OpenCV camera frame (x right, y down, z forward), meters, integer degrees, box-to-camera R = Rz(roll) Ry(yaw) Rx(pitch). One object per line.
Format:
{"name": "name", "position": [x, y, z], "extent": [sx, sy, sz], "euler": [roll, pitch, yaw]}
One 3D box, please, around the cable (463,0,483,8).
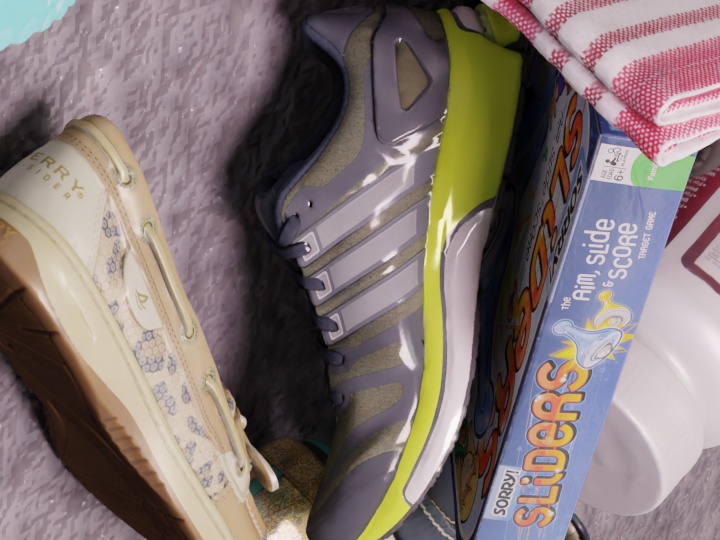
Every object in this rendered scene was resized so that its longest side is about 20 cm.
{"name": "cable", "position": [0.093, -0.089, 0.923], "extent": [0.200, 0.051, 0.163], "euler": [-50, 144, -23]}

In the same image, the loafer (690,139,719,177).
{"name": "loafer", "position": [0.113, -0.137, 0.849], "extent": [0.071, 0.073, 0.201], "euler": [-16, 96, -39]}

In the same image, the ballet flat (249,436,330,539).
{"name": "ballet flat", "position": [-0.023, 0.150, 0.898], "extent": [0.071, 0.071, 0.200], "euler": [-43, 139, -32]}

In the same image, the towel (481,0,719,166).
{"name": "towel", "position": [0.066, -0.111, 0.744], "extent": [0.146, 0.200, 0.030], "euler": [-17, 144, -49]}

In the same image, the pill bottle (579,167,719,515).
{"name": "pill bottle", "position": [0.152, 0.010, 1.017], "extent": [0.200, 0.109, 0.110], "euler": [-46, 142, -29]}

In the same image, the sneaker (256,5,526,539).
{"name": "sneaker", "position": [0.000, 0.000, 0.801], "extent": [0.074, 0.081, 0.201], "euler": [-173, -87, -81]}

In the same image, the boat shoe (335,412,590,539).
{"name": "boat shoe", "position": [0.046, 0.097, 0.936], "extent": [0.200, 0.062, 0.075], "euler": [50, 26, -56]}

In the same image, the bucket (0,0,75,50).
{"name": "bucket", "position": [-0.127, -0.135, 0.439], "extent": [0.207, 0.207, 0.135], "euler": [-18, 131, -50]}

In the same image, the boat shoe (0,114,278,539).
{"name": "boat shoe", "position": [-0.068, 0.037, 0.748], "extent": [0.063, 0.073, 0.200], "euler": [-48, 143, -22]}

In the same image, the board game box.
{"name": "board game box", "position": [0.069, -0.004, 0.811], "extent": [0.136, 0.034, 0.201], "euler": [-94, -166, -52]}
